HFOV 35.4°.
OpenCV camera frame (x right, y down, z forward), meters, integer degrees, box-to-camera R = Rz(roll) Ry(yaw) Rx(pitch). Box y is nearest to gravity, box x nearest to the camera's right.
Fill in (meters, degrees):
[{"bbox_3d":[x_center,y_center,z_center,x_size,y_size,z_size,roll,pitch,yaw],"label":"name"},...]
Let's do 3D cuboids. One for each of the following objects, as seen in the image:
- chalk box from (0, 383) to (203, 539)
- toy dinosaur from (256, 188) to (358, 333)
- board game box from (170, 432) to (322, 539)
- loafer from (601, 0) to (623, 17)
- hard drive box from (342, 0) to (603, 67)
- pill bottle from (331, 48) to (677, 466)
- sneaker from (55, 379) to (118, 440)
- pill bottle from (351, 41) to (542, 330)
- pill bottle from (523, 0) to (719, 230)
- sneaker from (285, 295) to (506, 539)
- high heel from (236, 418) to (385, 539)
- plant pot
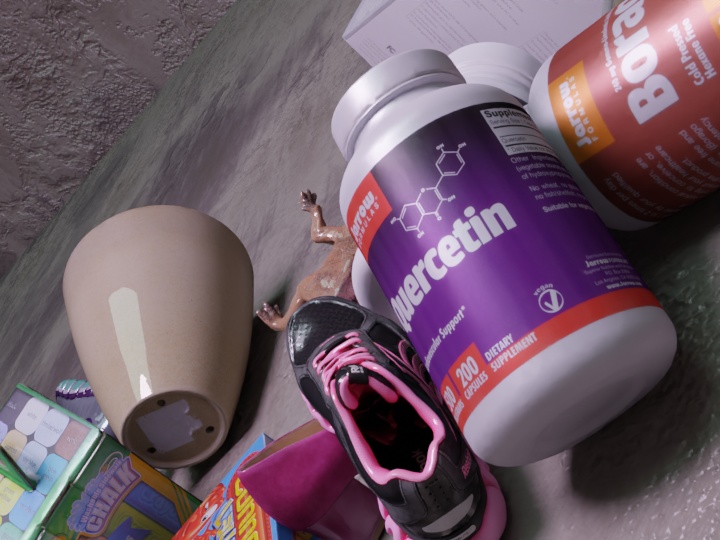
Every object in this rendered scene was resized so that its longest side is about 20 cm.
[{"bbox_3d":[-0.228,0.178,0.851,0.123,0.200,0.125,17,68,42],"label":"chalk box"},{"bbox_3d":[0.000,0.000,0.868,0.135,0.085,0.202,-10,52,53],"label":"toy dinosaur"},{"bbox_3d":[-0.095,0.234,0.715,0.196,0.056,0.200,-50,20,10],"label":"board game box"},{"bbox_3d":[0.216,-0.196,0.715,0.069,0.075,0.202,-24,34,60],"label":"loafer"},{"bbox_3d":[0.109,-0.186,0.822,0.199,0.155,0.077,-26,31,49],"label":"hard drive box"},{"bbox_3d":[0.061,-0.012,0.565,0.112,0.112,0.201,-42,62,24],"label":"pill bottle"},{"bbox_3d":[-0.319,0.176,1.294,0.199,0.074,0.088,-19,43,56],"label":"sneaker"},{"bbox_3d":[0.072,-0.053,0.738,0.115,0.115,0.202,-33,27,43],"label":"pill bottle"},{"bbox_3d":[0.163,-0.091,0.603,0.199,0.112,0.113,-34,26,41],"label":"pill bottle"},{"bbox_3d":[0.007,0.068,0.618,0.079,0.096,0.200,-37,45,-3],"label":"sneaker"},{"bbox_3d":[-0.004,0.075,0.718,0.067,0.096,0.202,-20,38,56],"label":"high heel"},{"bbox_3d":[-0.177,0.076,1.024,0.187,0.186,0.201,-45,34,20],"label":"plant pot"}]
